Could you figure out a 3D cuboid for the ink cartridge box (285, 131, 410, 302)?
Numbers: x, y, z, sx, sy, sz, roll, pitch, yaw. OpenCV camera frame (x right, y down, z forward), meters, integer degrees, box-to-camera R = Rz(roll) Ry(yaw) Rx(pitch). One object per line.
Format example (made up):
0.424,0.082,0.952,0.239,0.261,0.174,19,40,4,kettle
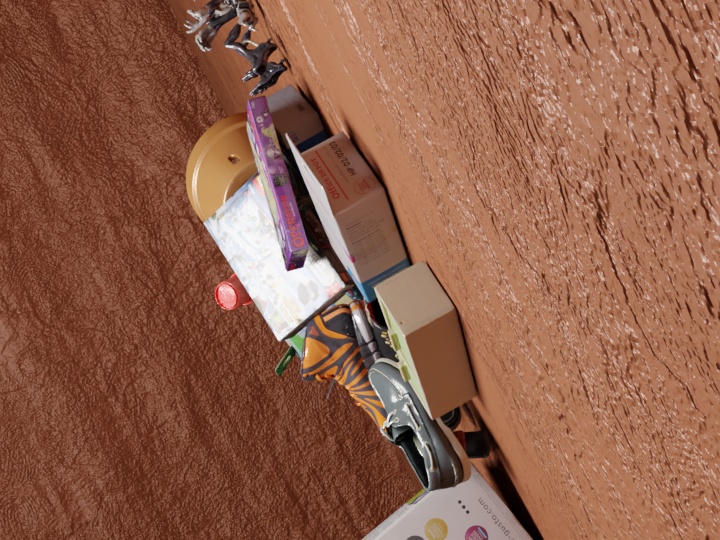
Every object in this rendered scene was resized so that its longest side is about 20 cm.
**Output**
-0.011,-0.073,1.334,0.115,0.068,0.200,56,172,41,ink cartridge box

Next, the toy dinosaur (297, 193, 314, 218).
-0.036,-0.084,1.491,0.200,0.087,0.048,81,-171,-69,toy dinosaur

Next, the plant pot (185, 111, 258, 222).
-0.147,-0.120,1.708,0.201,0.199,0.140,65,173,-26,plant pot

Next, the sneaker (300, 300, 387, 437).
-0.020,0.146,1.580,0.078,0.111,0.201,-108,-2,-80,sneaker

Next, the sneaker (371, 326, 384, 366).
0.043,0.107,1.714,0.091,0.076,0.201,-116,4,-45,sneaker

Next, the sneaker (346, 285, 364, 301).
0.000,0.000,1.657,0.096,0.079,0.200,44,176,-10,sneaker

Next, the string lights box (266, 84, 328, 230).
-0.064,-0.139,1.570,0.103,0.059,0.201,52,168,52,string lights box

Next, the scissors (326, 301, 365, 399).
-0.015,0.096,1.712,0.014,0.201,0.073,30,170,-24,scissors

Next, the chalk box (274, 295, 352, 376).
-0.063,0.085,1.811,0.124,0.200,0.125,49,172,10,chalk box

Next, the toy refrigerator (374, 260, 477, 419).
0.073,0.084,1.309,0.076,0.070,0.200,58,174,34,toy refrigerator

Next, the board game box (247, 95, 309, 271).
-0.107,-0.107,1.476,0.120,0.032,0.201,127,128,-73,board game box

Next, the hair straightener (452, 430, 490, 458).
0.121,0.237,1.525,0.200,0.076,0.041,143,126,-63,hair straightener

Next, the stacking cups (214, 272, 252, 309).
-0.134,0.009,1.677,0.061,0.060,0.200,62,-149,-2,stacking cups

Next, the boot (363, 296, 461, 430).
0.065,0.107,1.523,0.151,0.073,0.201,72,175,-60,boot

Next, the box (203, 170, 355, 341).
-0.109,-0.025,1.574,0.201,0.137,0.040,57,-151,10,box

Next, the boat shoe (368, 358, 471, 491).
0.059,0.191,1.450,0.200,0.061,0.073,52,151,31,boat shoe

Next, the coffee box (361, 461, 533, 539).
0.121,0.392,1.538,0.200,0.197,0.200,51,173,7,coffee box

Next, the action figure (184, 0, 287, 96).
-0.181,-0.330,1.524,0.201,0.102,0.119,60,-174,12,action figure
